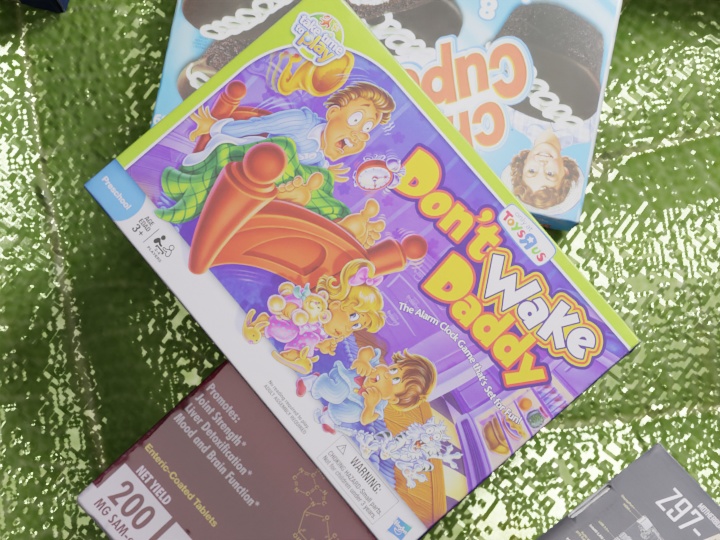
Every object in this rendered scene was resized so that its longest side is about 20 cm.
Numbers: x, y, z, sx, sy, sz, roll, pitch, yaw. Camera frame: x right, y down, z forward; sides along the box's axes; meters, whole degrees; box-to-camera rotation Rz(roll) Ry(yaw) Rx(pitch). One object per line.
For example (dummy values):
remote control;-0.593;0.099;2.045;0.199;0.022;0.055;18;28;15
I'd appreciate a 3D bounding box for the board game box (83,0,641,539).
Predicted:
board game box;0.000;0.000;0.798;0.134;0.045;0.200;-40;82;-5

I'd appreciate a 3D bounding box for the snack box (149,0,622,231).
snack box;0.013;-0.095;0.871;0.198;0.037;0.117;11;84;1

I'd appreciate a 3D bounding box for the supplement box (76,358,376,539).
supplement box;-0.014;0.072;0.841;0.200;0.061;0.109;-43;85;-6

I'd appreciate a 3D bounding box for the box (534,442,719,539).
box;0.133;0.191;0.783;0.160;0.044;0.200;-33;70;-31

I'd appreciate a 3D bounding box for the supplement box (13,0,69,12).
supplement box;-0.200;-0.248;0.838;0.198;0.134;0.202;17;84;2
